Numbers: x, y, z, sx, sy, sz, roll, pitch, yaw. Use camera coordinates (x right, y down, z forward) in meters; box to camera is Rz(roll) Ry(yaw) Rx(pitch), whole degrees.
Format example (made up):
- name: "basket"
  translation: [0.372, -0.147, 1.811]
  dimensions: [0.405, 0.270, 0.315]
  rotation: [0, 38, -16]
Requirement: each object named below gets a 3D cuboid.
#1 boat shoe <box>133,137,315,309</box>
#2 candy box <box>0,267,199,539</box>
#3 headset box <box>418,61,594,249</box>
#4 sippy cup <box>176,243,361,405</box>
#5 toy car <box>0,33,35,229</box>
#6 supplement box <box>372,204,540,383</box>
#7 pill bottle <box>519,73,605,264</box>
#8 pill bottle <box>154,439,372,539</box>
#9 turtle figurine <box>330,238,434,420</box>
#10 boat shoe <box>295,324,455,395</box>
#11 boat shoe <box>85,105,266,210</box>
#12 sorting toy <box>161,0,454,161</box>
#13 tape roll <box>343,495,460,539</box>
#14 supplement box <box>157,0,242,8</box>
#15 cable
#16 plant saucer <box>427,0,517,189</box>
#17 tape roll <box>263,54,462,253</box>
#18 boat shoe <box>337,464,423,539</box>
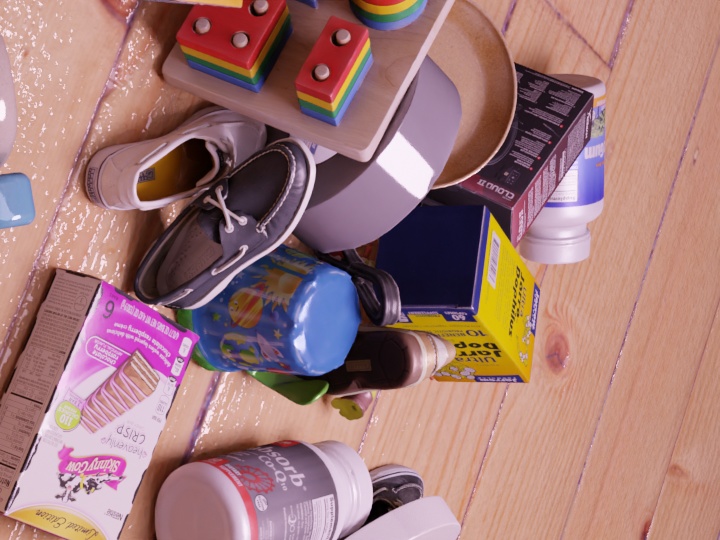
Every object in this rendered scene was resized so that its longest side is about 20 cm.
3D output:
- name: "boat shoe"
  translation: [-0.116, -0.035, 1.269]
  dimensions: [0.200, 0.076, 0.060]
  rotation: [-49, 155, 26]
- name: "candy box"
  translation: [-0.227, 0.118, 1.248]
  dimensions: [0.136, 0.061, 0.202]
  rotation: [35, 72, -51]
- name: "headset box"
  translation: [0.131, -0.121, 1.560]
  dimensions: [0.201, 0.148, 0.078]
  rotation: [-54, 155, -29]
- name: "sippy cup"
  translation: [-0.075, 0.036, 1.365]
  dimensions: [0.177, 0.129, 0.141]
  rotation: [31, 75, -50]
- name: "toy car"
  translation: [-0.336, -0.108, 1.010]
  dimensions: [0.198, 0.177, 0.187]
  rotation: [-10, 95, -20]
- name: "supplement box"
  translation: [0.098, 0.027, 1.504]
  dimensions: [0.200, 0.108, 0.111]
  rotation: [47, 47, -57]
- name: "pill bottle"
  translation: [0.222, -0.115, 1.719]
  dimensions: [0.112, 0.111, 0.203]
  rotation: [-22, 116, -47]
- name: "pill bottle"
  translation: [-0.086, 0.221, 1.412]
  dimensions: [0.199, 0.115, 0.117]
  rotation: [-7, 105, -51]
- name: "turtle figurine"
  translation: [0.026, 0.078, 1.558]
  dimensions: [0.161, 0.064, 0.201]
  rotation: [-49, 134, -33]
- name: "boat shoe"
  translation: [0.010, 0.081, 1.423]
  dimensions: [0.076, 0.199, 0.073]
  rotation: [-8, 98, -39]
- name: "boat shoe"
  translation: [-0.140, -0.094, 1.295]
  dimensions: [0.199, 0.069, 0.072]
  rotation: [-21, 115, -47]
- name: "sorting toy"
  translation: [-0.042, -0.222, 1.273]
  dimensions: [0.200, 0.198, 0.070]
  rotation: [-62, 163, -20]
- name: "tape roll"
  translation: [0.011, 0.300, 1.524]
  dimensions: [0.201, 0.037, 0.203]
  rotation: [-30, 158, -14]
- name: "supplement box"
  translation: [-0.150, -0.314, 1.191]
  dimensions: [0.085, 0.109, 0.203]
  rotation: [-5, 103, -51]
- name: "cable"
  translation: [0.000, 0.000, 1.419]
  dimensions: [0.050, 0.199, 0.099]
  rotation: [4, 93, -28]
- name: "plant saucer"
  translation: [0.056, -0.180, 1.487]
  dimensions: [0.198, 0.035, 0.203]
  rotation: [0, 88, -16]
- name: "tape roll"
  translation: [-0.007, -0.117, 1.347]
  dimensions: [0.066, 0.199, 0.202]
  rotation: [39, 69, -35]
- name: "boat shoe"
  translation: [0.014, 0.263, 1.585]
  dimensions: [0.199, 0.070, 0.073]
  rotation: [-20, 115, -48]
